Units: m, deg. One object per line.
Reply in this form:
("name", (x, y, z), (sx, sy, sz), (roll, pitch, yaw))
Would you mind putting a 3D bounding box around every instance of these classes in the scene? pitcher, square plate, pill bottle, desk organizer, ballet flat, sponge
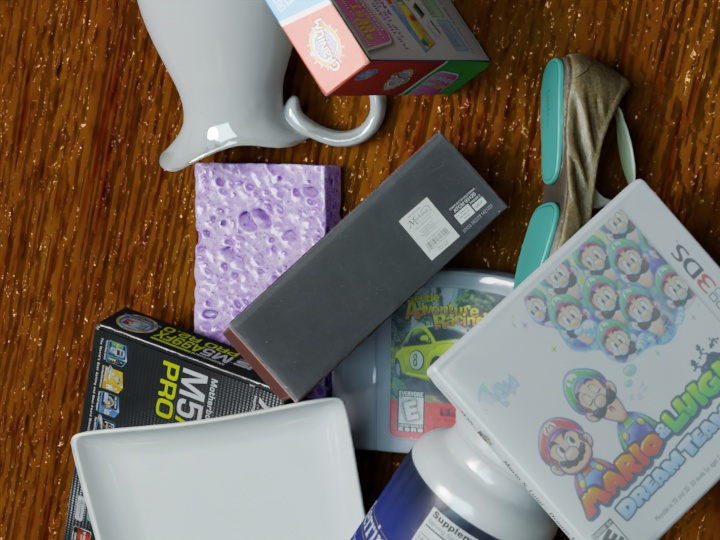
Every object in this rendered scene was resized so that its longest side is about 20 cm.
("pitcher", (-0.073, -0.180, 1.803), (0.171, 0.121, 0.201), (-5, 103, 6))
("square plate", (-0.089, 0.189, 1.807), (0.199, 0.028, 0.199), (-8, 110, 8))
("pill bottle", (0.064, 0.179, 1.718), (0.116, 0.116, 0.200), (39, 109, 18))
("desk organizer", (0.000, 0.000, 1.752), (0.200, 0.077, 0.072), (-43, 92, -10))
("ballet flat", (0.150, -0.046, 1.716), (0.072, 0.068, 0.201), (10, 84, -13))
("sponge", (-0.069, 0.021, 1.853), (0.111, 0.030, 0.201), (3, 95, 27))

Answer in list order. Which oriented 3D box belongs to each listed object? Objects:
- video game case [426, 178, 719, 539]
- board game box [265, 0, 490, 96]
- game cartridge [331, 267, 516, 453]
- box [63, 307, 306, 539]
("video game case", (0.173, 0.070, 1.655), (0.200, 0.024, 0.182), (-41, 90, -17))
("board game box", (-0.004, -0.191, 1.710), (0.040, 0.200, 0.153), (-37, 77, 24))
("game cartridge", (0.070, 0.065, 1.786), (0.199, 0.041, 0.134), (2, 91, 26))
("box", (-0.131, 0.146, 1.860), (0.160, 0.044, 0.201), (20, 114, 20))
